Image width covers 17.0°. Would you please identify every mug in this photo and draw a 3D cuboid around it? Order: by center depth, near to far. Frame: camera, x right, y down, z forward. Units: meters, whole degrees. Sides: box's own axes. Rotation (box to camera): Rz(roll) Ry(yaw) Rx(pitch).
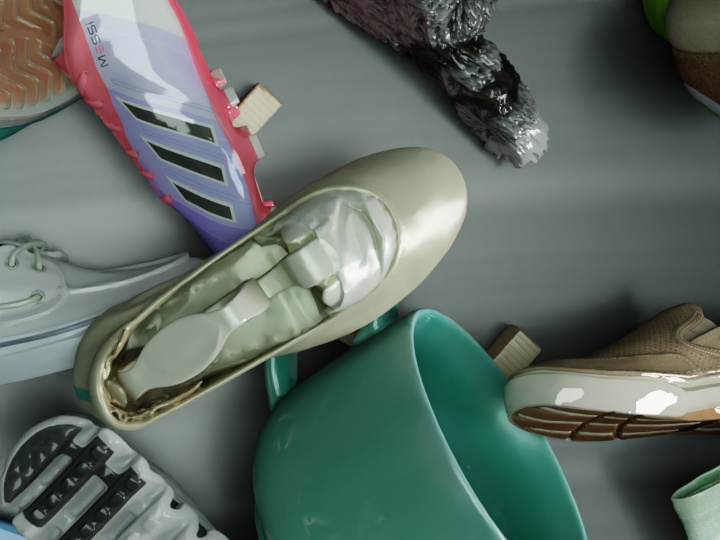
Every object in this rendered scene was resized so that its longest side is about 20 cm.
[{"bbox_3d":[0.016,0.100,1.137,0.114,0.186,0.152,-33,138,17],"label":"mug"}]

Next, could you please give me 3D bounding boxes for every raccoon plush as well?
[{"bbox_3d":[0.051,-0.166,1.174,0.134,0.096,0.200,-52,130,-18],"label":"raccoon plush"}]

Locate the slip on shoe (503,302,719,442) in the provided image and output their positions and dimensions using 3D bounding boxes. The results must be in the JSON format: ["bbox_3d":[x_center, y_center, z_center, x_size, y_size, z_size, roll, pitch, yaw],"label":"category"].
[{"bbox_3d":[0.151,0.047,1.172,0.199,0.076,0.061,2,76,-31],"label":"slip on shoe"}]

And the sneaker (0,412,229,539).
[{"bbox_3d":[-0.081,0.141,1.109,0.075,0.081,0.200,-39,97,2],"label":"sneaker"}]

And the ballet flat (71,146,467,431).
[{"bbox_3d":[-0.039,0.010,1.068,0.199,0.069,0.070,-32,98,1],"label":"ballet flat"}]

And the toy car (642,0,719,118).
[{"bbox_3d":[0.243,-0.068,1.168,0.157,0.164,0.201,-22,110,-6],"label":"toy car"}]

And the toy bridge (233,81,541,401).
[{"bbox_3d":[0.000,0.000,1.182,0.200,0.027,0.067,44,87,-10],"label":"toy bridge"}]

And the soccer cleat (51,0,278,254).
[{"bbox_3d":[-0.099,-0.083,1.114,0.076,0.067,0.201,-23,99,-4],"label":"soccer cleat"}]

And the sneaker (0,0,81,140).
[{"bbox_3d":[-0.210,-0.075,1.123,0.199,0.080,0.072,-24,82,-28],"label":"sneaker"}]

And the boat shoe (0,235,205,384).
[{"bbox_3d":[-0.163,0.016,1.128,0.199,0.074,0.067,-17,96,-9],"label":"boat shoe"}]

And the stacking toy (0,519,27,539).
[{"bbox_3d":[-0.144,0.190,1.076,0.109,0.200,0.117,22,89,-11],"label":"stacking toy"}]

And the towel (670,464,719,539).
[{"bbox_3d":[0.254,0.156,1.212,0.152,0.023,0.201,-29,117,-7],"label":"towel"}]
